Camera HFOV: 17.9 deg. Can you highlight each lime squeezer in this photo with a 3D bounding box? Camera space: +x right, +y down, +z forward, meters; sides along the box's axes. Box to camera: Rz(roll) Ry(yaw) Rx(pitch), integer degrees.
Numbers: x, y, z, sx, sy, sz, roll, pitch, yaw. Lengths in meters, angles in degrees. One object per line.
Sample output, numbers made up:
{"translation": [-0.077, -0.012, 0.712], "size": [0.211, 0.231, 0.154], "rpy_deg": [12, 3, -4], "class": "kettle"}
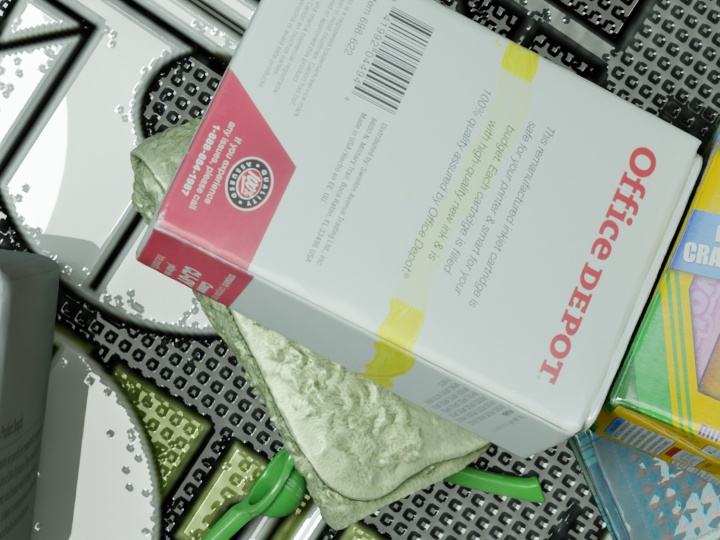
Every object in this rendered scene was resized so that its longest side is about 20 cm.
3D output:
{"translation": [-0.019, 0.104, 1.066], "size": [0.199, 0.038, 0.071], "rpy_deg": [-19, 123, -1], "class": "lime squeezer"}

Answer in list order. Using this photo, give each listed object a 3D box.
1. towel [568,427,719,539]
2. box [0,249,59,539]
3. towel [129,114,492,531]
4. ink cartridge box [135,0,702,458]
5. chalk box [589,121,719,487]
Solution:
{"translation": [0.208, 0.089, 1.071], "size": [0.199, 0.022, 0.147], "rpy_deg": [-24, 93, 0], "class": "towel"}
{"translation": [-0.240, 0.068, 0.972], "size": [0.199, 0.199, 0.173], "rpy_deg": [8, 91, -1], "class": "box"}
{"translation": [0.000, 0.000, 1.035], "size": [0.148, 0.036, 0.201], "rpy_deg": [-30, 86, -15], "class": "towel"}
{"translation": [0.025, -0.028, 0.983], "size": [0.199, 0.083, 0.146], "rpy_deg": [27, 74, -5], "class": "ink cartridge box"}
{"translation": [0.196, -0.003, 1.003], "size": [0.123, 0.124, 0.201], "rpy_deg": [23, 81, 6], "class": "chalk box"}
